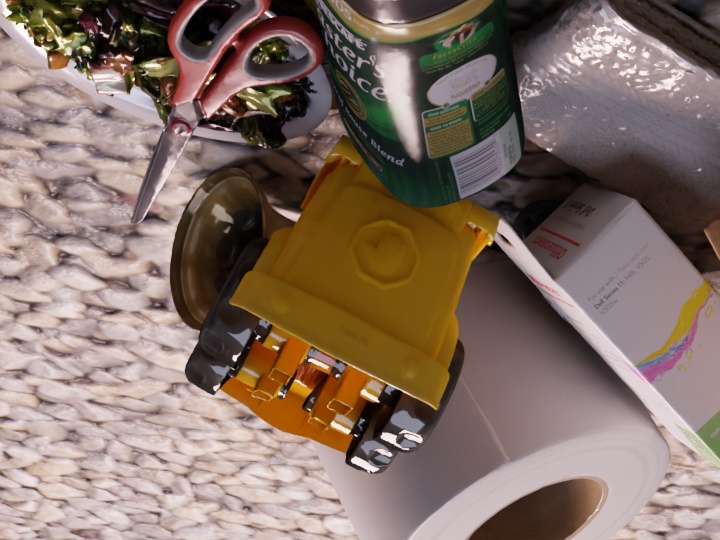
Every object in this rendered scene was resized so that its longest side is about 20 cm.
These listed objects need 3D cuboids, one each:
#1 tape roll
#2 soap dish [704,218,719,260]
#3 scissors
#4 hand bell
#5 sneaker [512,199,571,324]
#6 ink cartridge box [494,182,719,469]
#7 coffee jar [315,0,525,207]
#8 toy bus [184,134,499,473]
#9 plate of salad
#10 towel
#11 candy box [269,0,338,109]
[{"bbox_3d":[0.079,0.109,1.263,0.203,0.139,0.203,-21,149,-13],"label":"tape roll"},{"bbox_3d":[0.291,0.029,1.048,0.157,0.200,0.081,-29,-179,-7],"label":"soap dish"},{"bbox_3d":[-0.093,-0.087,1.012,0.073,0.014,0.200,29,139,-24],"label":"scissors"},{"bbox_3d":[-0.012,0.007,1.271,0.200,0.104,0.104,14,155,-36],"label":"hand bell"},{"bbox_3d":[0.172,0.023,1.233,0.200,0.066,0.090,33,180,-11],"label":"sneaker"},{"bbox_3d":[0.157,0.017,1.124,0.200,0.067,0.117,46,179,-11],"label":"ink cartridge box"},{"bbox_3d":[0.026,-0.124,0.957,0.085,0.104,0.200,-28,149,-9],"label":"coffee jar"},{"bbox_3d":[0.000,0.000,1.118,0.136,0.192,0.200,26,161,-4],"label":"toy bus"},{"bbox_3d":[-0.113,-0.113,1.039,0.200,0.048,0.200,17,158,7],"label":"plate of salad"},{"bbox_3d":[0.163,-0.084,1.073,0.200,0.034,0.133,25,148,-28],"label":"towel"},{"bbox_3d":[-0.067,-0.145,1.037,0.102,0.026,0.200,-2,151,29],"label":"candy box"}]
